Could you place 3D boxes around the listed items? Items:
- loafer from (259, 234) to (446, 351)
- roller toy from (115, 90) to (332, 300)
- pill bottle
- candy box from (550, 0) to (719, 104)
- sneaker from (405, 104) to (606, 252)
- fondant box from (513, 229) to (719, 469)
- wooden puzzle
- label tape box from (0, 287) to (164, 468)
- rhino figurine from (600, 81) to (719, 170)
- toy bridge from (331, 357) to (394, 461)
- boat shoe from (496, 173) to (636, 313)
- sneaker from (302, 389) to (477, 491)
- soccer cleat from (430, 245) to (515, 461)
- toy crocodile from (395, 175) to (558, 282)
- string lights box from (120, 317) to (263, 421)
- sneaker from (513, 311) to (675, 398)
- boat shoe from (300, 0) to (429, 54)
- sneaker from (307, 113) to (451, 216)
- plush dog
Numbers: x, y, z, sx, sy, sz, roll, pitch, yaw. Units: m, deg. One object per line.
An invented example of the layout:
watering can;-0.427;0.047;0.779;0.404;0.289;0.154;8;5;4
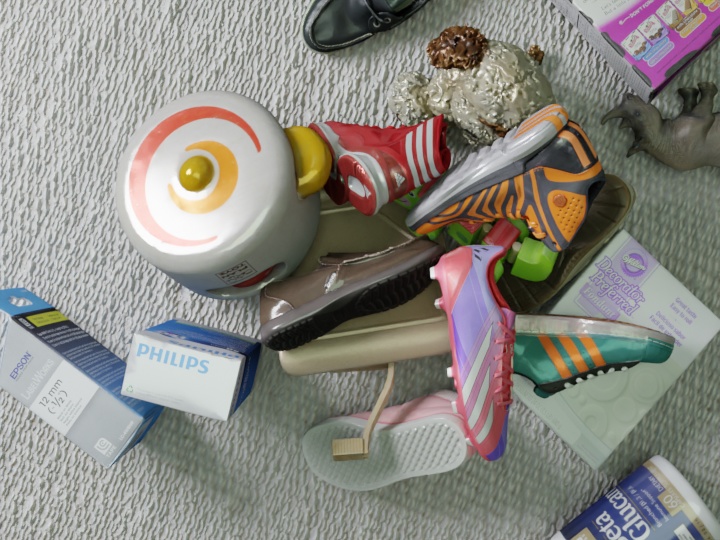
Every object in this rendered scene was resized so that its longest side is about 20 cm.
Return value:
loafer;-0.012;0.006;1.024;0.197;0.073;0.072;-22;66;-7
roller toy;-0.136;-0.072;1.032;0.197;0.140;0.185;23;81;19
pill bottle;0.261;0.291;1.077;0.199;0.111;0.112;-39;91;1
candy box;0.275;-0.290;1.070;0.136;0.061;0.201;-40;80;2
sneaker;0.135;-0.056;0.965;0.199;0.078;0.113;-29;106;42
fondant box;0.252;0.079;1.099;0.144;0.058;0.201;42;90;0
wooden puzzle;0.000;0.000;1.086;0.181;0.037;0.204;-9;68;1
label tape box;-0.296;0.102;1.059;0.199;0.143;0.067;36;91;-1
rhino figurine;0.346;-0.146;1.092;0.196;0.060;0.089;4;89;2
toy bridge;0.001;0.090;1.072;0.066;0.027;0.203;-4;63;3
boat shoe;0.201;-0.020;1.090;0.200;0.065;0.073;-45;71;21
sneaker;0.042;0.174;1.103;0.197;0.104;0.077;-11;95;30
soccer cleat;0.119;0.077;0.994;0.075;0.067;0.204;-12;89;17
toy crocodile;0.105;-0.051;1.049;0.199;0.062;0.068;35;67;14
string lights box;-0.157;0.091;1.030;0.101;0.200;0.060;14;92;1
sneaker;0.205;0.085;1.040;0.196;0.071;0.082;4;91;10
boat shoe;0.027;-0.285;1.080;0.197;0.066;0.075;-29;112;-1
sneaker;0.025;-0.113;1.043;0.114;0.200;0.080;-20;118;-13
plush dog;0.139;-0.165;1.035;0.200;0.172;0.161;43;91;0
